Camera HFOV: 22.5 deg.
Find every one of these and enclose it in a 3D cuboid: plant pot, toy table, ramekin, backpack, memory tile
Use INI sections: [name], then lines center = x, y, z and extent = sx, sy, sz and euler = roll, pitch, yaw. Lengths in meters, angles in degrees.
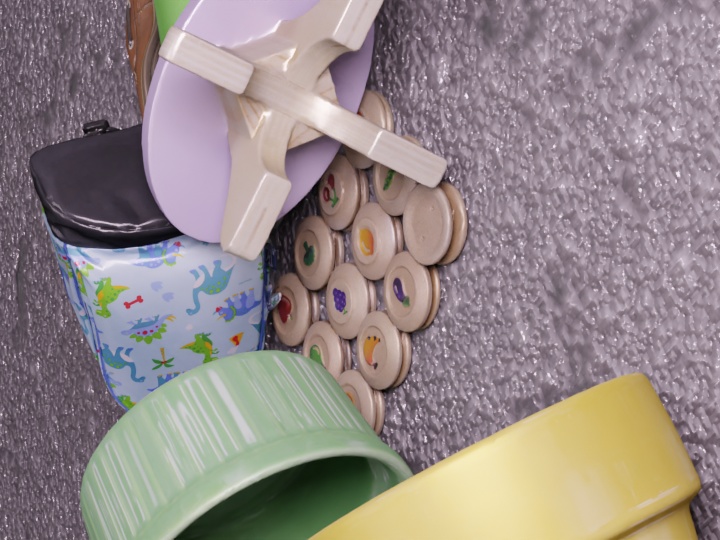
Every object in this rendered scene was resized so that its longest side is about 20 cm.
[plant pot]
center = 0.092, 0.178, 0.869
extent = 0.201, 0.200, 0.190
euler = -41, 72, 51
[toy table]
center = -0.046, -0.101, 1.074
extent = 0.117, 0.182, 0.202
euler = -142, 65, -66
[ramekin]
center = -0.073, 0.142, 1.100
extent = 0.098, 0.199, 0.201
euler = 56, 135, 35
[backpack]
center = -0.130, 0.003, 1.225
extent = 0.200, 0.162, 0.155
euler = 104, 150, -59
[memory tile]
center = 0.000, 0.000, 1.156
extent = 0.154, 0.017, 0.201
euler = 56, 135, 41

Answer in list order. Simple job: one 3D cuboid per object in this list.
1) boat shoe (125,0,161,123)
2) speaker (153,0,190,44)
[boat shoe]
center = -0.135, -0.166, 1.325
extent = 0.068, 0.071, 0.202
euler = -32, 55, 58
[speaker]
center = -0.105, -0.198, 1.252
extent = 0.088, 0.088, 0.202
euler = -31, 65, 54
